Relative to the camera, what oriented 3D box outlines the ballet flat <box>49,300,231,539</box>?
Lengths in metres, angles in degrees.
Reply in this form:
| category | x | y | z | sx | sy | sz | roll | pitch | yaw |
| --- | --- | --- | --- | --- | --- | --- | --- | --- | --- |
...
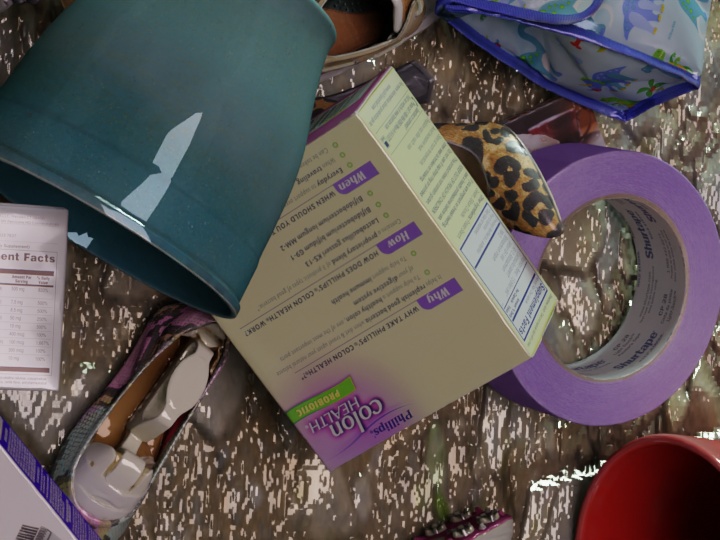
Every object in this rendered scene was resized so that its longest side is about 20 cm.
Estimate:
| category | x | y | z | sx | sy | sz | roll | pitch | yaw |
| --- | --- | --- | --- | --- | --- | --- | --- | --- | --- |
| ballet flat | -0.148 | 0.107 | 1.506 | 0.069 | 0.071 | 0.201 | 36 | 75 | -22 |

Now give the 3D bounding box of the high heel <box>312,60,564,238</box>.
| category | x | y | z | sx | sy | sz | roll | pitch | yaw |
| --- | --- | --- | --- | --- | --- | --- | --- | --- | --- |
| high heel | 0.035 | -0.060 | 1.547 | 0.142 | 0.200 | 0.072 | -26 | 141 | -26 |

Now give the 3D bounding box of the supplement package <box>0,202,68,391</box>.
| category | x | y | z | sx | sy | sz | roll | pitch | yaw |
| --- | --- | --- | --- | --- | --- | --- | --- | --- | --- |
| supplement package | -0.283 | 0.013 | 1.372 | 0.155 | 0.200 | 0.112 | 4 | 88 | -25 |

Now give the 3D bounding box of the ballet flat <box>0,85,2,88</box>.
| category | x | y | z | sx | sy | sz | roll | pitch | yaw |
| --- | --- | --- | --- | --- | --- | --- | --- | --- | --- |
| ballet flat | -0.266 | -0.080 | 1.460 | 0.199 | 0.068 | 0.076 | -11 | 120 | -28 |

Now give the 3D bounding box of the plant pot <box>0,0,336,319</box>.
| category | x | y | z | sx | sy | sz | roll | pitch | yaw |
| --- | --- | --- | --- | --- | --- | --- | --- | --- | --- |
| plant pot | -0.116 | -0.102 | 1.379 | 0.200 | 0.200 | 0.189 | 33 | 80 | -21 |

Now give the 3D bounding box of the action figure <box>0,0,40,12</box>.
| category | x | y | z | sx | sy | sz | roll | pitch | yaw |
| --- | --- | --- | --- | --- | --- | --- | --- | --- | --- |
| action figure | -0.257 | -0.216 | 1.443 | 0.118 | 0.102 | 0.201 | 26 | 76 | -26 |

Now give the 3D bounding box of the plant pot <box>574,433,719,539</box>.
| category | x | y | z | sx | sy | sz | roll | pitch | yaw |
| --- | --- | --- | --- | --- | --- | --- | --- | --- | --- |
| plant pot | 0.287 | 0.215 | 1.654 | 0.177 | 0.200 | 0.202 | 1 | 89 | -35 |

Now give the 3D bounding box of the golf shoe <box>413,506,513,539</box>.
| category | x | y | z | sx | sy | sz | roll | pitch | yaw |
| --- | --- | --- | --- | --- | --- | --- | --- | --- | --- |
| golf shoe | 0.035 | 0.244 | 1.593 | 0.199 | 0.075 | 0.092 | -25 | 103 | -22 |

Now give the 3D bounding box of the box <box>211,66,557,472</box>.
| category | x | y | z | sx | sy | sz | roll | pitch | yaw |
| --- | --- | --- | --- | --- | --- | --- | --- | --- | --- |
| box | 0.000 | 0.000 | 1.505 | 0.200 | 0.176 | 0.097 | 54 | 26 | -10 |

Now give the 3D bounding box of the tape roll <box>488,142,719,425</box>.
| category | x | y | z | sx | sy | sz | roll | pitch | yaw |
| --- | --- | --- | --- | --- | --- | --- | --- | --- | --- |
| tape roll | 0.167 | 0.009 | 1.643 | 0.199 | 0.066 | 0.201 | -4 | 99 | -29 |

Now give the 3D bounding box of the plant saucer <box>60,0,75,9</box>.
| category | x | y | z | sx | sy | sz | roll | pitch | yaw |
| --- | --- | --- | --- | --- | --- | --- | --- | --- | --- |
| plant saucer | -0.132 | -0.229 | 1.485 | 0.200 | 0.035 | 0.201 | 8 | 81 | -55 |

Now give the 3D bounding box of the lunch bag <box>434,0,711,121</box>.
| category | x | y | z | sx | sy | sz | roll | pitch | yaw |
| --- | --- | --- | --- | --- | --- | --- | --- | --- | --- |
| lunch bag | 0.155 | -0.227 | 1.617 | 0.199 | 0.127 | 0.171 | 21 | 69 | -21 |

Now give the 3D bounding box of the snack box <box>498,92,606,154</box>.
| category | x | y | z | sx | sy | sz | roll | pitch | yaw |
| --- | --- | --- | --- | --- | --- | --- | --- | --- | --- |
| snack box | 0.093 | -0.064 | 1.647 | 0.199 | 0.024 | 0.072 | -26 | 102 | -24 |

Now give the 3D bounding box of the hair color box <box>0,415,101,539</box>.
| category | x | y | z | sx | sy | sz | roll | pitch | yaw |
| --- | --- | --- | --- | --- | --- | --- | --- | --- | --- |
| hair color box | -0.232 | 0.186 | 1.453 | 0.109 | 0.065 | 0.200 | -36 | 104 | 3 |

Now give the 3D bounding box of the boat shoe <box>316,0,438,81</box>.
| category | x | y | z | sx | sy | sz | roll | pitch | yaw |
| --- | --- | --- | --- | --- | --- | --- | --- | --- | --- |
| boat shoe | 0.015 | -0.187 | 1.586 | 0.200 | 0.068 | 0.075 | -39 | 104 | -22 |
